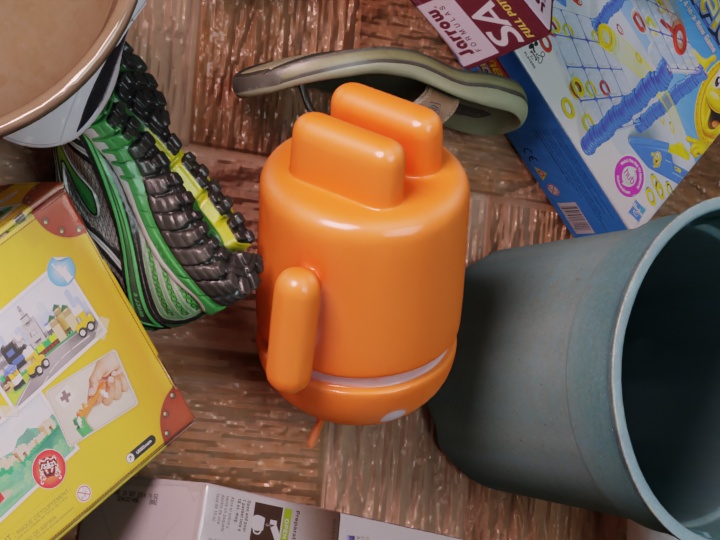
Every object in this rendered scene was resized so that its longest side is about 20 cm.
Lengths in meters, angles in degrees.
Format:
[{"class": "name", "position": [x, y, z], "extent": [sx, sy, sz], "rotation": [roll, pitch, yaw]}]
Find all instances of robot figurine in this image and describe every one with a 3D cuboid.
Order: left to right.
[{"class": "robot figurine", "position": [0.001, -0.001, 1.409], "extent": [0.116, 0.144, 0.200], "rotation": [-1, 124, -7]}]

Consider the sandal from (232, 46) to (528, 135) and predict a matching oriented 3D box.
[{"class": "sandal", "position": [0.019, -0.090, 1.468], "extent": [0.201, 0.080, 0.057], "rotation": [8, 82, -39]}]

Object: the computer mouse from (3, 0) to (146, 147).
[{"class": "computer mouse", "position": [-0.134, -0.153, 1.293], "extent": [0.110, 0.044, 0.200], "rotation": [19, 66, 0]}]

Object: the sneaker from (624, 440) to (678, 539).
[{"class": "sneaker", "position": [0.215, 0.112, 1.632], "extent": [0.076, 0.081, 0.200], "rotation": [31, 46, 9]}]

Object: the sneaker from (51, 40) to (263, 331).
[{"class": "sneaker", "position": [-0.140, -0.054, 1.345], "extent": [0.200, 0.085, 0.078], "rotation": [58, 24, -3]}]

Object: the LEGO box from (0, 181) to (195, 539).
[{"class": "LEGO box", "position": [-0.202, 0.071, 1.292], "extent": [0.200, 0.077, 0.149], "rotation": [-40, 113, -32]}]

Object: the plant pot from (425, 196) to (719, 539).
[{"class": "plant pot", "position": [0.151, 0.059, 1.497], "extent": [0.200, 0.196, 0.200], "rotation": [0, 89, -38]}]

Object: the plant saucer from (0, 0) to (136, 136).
[{"class": "plant saucer", "position": [-0.199, -0.144, 1.245], "extent": [0.029, 0.200, 0.200], "rotation": [72, 39, -66]}]

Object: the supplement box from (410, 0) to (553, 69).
[{"class": "supplement box", "position": [0.061, -0.224, 1.460], "extent": [0.109, 0.061, 0.200], "rotation": [45, 37, -36]}]

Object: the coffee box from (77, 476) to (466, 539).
[{"class": "coffee box", "position": [-0.041, 0.167, 1.396], "extent": [0.200, 0.113, 0.080], "rotation": [16, 79, -37]}]

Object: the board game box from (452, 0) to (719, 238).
[{"class": "board game box", "position": [0.155, -0.156, 1.593], "extent": [0.196, 0.056, 0.200], "rotation": [-49, 117, -28]}]
